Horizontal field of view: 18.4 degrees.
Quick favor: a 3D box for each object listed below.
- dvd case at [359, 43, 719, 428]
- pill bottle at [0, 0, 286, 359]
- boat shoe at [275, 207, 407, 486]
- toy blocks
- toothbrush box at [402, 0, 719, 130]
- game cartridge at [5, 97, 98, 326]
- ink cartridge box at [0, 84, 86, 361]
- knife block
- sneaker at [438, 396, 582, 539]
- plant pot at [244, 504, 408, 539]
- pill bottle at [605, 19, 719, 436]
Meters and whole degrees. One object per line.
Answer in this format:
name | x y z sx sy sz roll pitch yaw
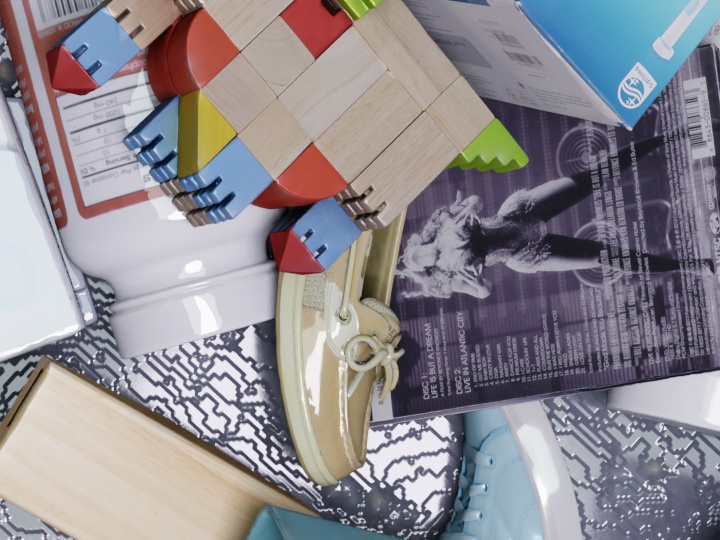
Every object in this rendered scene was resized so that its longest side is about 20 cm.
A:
dvd case | 0.082 -0.014 1.049 0.199 0.016 0.149 -11 77 24
pill bottle | -0.098 -0.065 1.046 0.112 0.112 0.201 -15 90 -6
boat shoe | 0.001 0.000 1.041 0.063 0.073 0.202 -1 71 13
toy blocks | -0.041 -0.077 0.970 0.137 0.100 0.200 -45 105 -20
toothbrush box | 0.119 -0.172 1.008 0.200 0.146 0.085 -49 117 -9
game cartridge | -0.240 -0.008 1.069 0.199 0.040 0.134 -17 94 -6
ink cartridge box | -0.246 -0.014 1.027 0.199 0.047 0.161 -20 91 -8
knife block | -0.059 0.124 1.017 0.175 0.200 0.064 28 85 25
sneaker | 0.062 0.138 1.074 0.082 0.074 0.201 -11 89 -11
plant pot | 0.037 0.211 0.974 0.199 0.141 0.142 13 115 -32
pill bottle | 0.187 -0.020 1.071 0.113 0.114 0.201 15 87 -5
